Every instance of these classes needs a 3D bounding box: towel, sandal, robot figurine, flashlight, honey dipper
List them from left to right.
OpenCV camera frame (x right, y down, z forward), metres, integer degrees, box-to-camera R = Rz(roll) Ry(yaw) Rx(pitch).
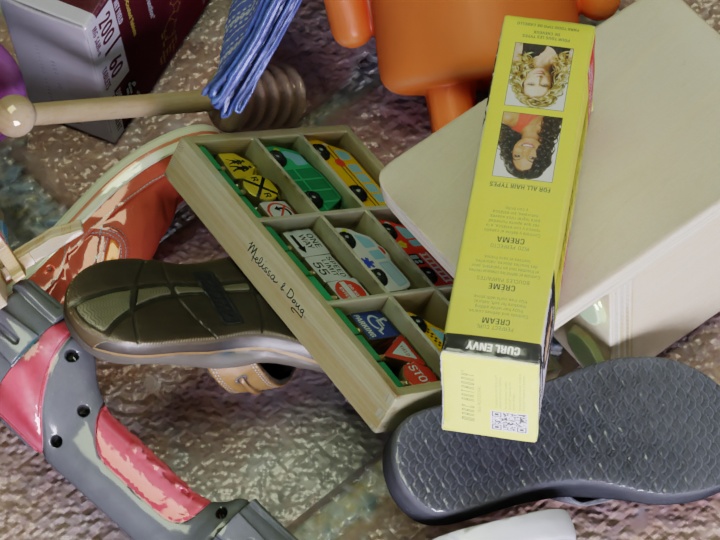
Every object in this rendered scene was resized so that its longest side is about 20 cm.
[{"bbox_3d":[-0.115,0.092,1.427,0.200,0.068,0.068,40,45,8],"label":"flashlight"},{"bbox_3d":[-0.113,-0.089,1.527,0.199,0.038,0.038,-7,47,-44],"label":"honey dipper"},{"bbox_3d":[-0.066,0.036,1.464,0.199,0.055,0.082,0,43,-35],"label":"sandal"},{"bbox_3d":[-0.041,-0.182,1.547,0.024,0.145,0.200,25,26,-12],"label":"towel"},{"bbox_3d":[0.058,-0.167,1.554,0.143,0.116,0.202,-7,89,39],"label":"robot figurine"},{"bbox_3d":[0.104,0.088,1.435,0.199,0.043,0.077,-3,67,-18],"label":"sandal"}]

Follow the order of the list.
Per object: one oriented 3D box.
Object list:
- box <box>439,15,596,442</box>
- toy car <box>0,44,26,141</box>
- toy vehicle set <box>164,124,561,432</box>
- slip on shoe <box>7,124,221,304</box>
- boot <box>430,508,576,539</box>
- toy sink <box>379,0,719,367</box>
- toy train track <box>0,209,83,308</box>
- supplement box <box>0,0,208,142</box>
[{"bbox_3d":[0.077,-0.022,1.375,0.050,0.075,0.201,7,56,7],"label":"box"},{"bbox_3d":[-0.252,-0.096,1.500,0.149,0.175,0.201,18,47,-7],"label":"toy car"},{"bbox_3d":[0.000,0.000,1.488,0.124,0.027,0.200,-8,48,-45],"label":"toy vehicle set"},{"bbox_3d":[-0.139,-0.001,1.519,0.061,0.074,0.200,41,71,12],"label":"slip on shoe"},{"bbox_3d":[0.026,0.192,1.384,0.199,0.074,0.096,-21,72,-7],"label":"boot"},{"bbox_3d":[0.125,-0.029,1.486,0.199,0.112,0.130,-34,59,-17],"label":"toy sink"},{"bbox_3d":[-0.202,-0.014,1.476,0.114,0.033,0.200,-32,15,1],"label":"toy train track"},{"bbox_3d":[-0.122,-0.186,1.613,0.061,0.109,0.201,21,62,18],"label":"supplement box"}]
